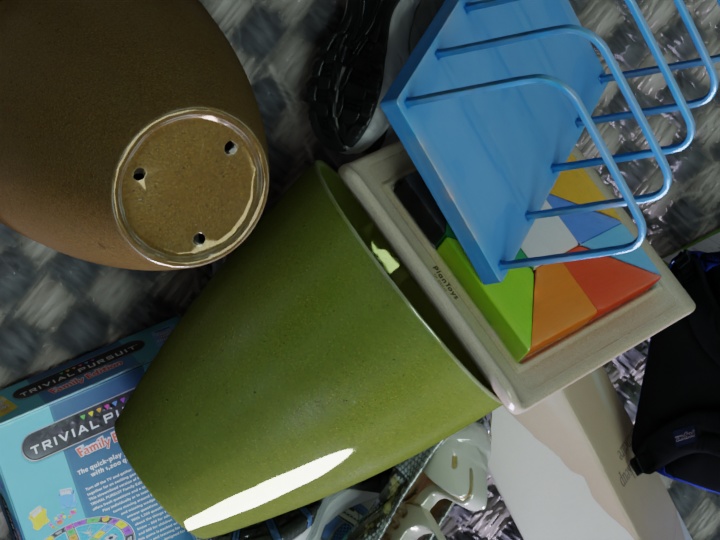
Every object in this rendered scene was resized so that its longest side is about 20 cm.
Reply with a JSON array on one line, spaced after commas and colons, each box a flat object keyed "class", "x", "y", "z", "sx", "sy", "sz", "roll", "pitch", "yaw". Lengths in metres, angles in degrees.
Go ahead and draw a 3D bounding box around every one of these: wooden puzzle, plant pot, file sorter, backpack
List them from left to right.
[{"class": "plant pot", "x": -0.129, "y": -0.076, "z": 1.355, "sx": 0.186, "sy": 0.200, "sz": 0.187, "roll": -9, "pitch": 112, "yaw": -23}, {"class": "plant pot", "x": -0.045, "y": 0.067, "z": 1.421, "sx": 0.200, "sy": 0.187, "sz": 0.187, "roll": -39, "pitch": 120, "yaw": 7}, {"class": "wooden puzzle", "x": 0.104, "y": -0.022, "z": 1.440, "sx": 0.200, "sy": 0.185, "sz": 0.037, "roll": -25, "pitch": 164, "yaw": -44}, {"class": "file sorter", "x": 0.128, "y": -0.114, "z": 1.380, "sx": 0.139, "sy": 0.122, "sz": 0.200, "roll": 59, "pitch": 42, "yaw": -29}, {"class": "backpack", "x": 0.303, "y": 0.074, "z": 1.507, "sx": 0.167, "sy": 0.200, "sz": 0.163, "roll": -4, "pitch": 106, "yaw": -40}]

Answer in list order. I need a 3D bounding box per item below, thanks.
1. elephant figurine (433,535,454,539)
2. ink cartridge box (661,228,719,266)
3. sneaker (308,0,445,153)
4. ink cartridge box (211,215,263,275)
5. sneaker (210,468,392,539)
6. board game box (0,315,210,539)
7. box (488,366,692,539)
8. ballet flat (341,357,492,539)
[{"class": "elephant figurine", "x": 0.027, "y": 0.284, "z": 1.609, "sx": 0.141, "sy": 0.155, "sz": 0.201, "roll": -25, "pitch": 134, "yaw": -52}, {"class": "ink cartridge box", "x": 0.323, "y": 0.026, "z": 1.665, "sx": 0.200, "sy": 0.076, "sz": 0.148, "roll": -26, "pitch": 117, "yaw": -13}, {"class": "sneaker", "x": 0.033, "y": -0.167, "z": 1.468, "sx": 0.079, "sy": 0.074, "sz": 0.201, "roll": 11, "pitch": 104, "yaw": -47}, {"class": "ink cartridge box", "x": 0.000, "y": 0.000, "z": 1.535, "sx": 0.199, "sy": 0.037, "sz": 0.095, "roll": -14, "pitch": 113, "yaw": -22}, {"class": "sneaker", "x": -0.031, "y": 0.163, "z": 1.532, "sx": 0.200, "sy": 0.076, "sz": 0.077, "roll": -26, "pitch": 130, "yaw": -45}, {"class": "board game box", "x": -0.152, "y": 0.150, "z": 1.510, "sx": 0.151, "sy": 0.047, "sz": 0.201, "roll": -23, "pitch": 116, "yaw": -18}, {"class": "box", "x": 0.144, "y": 0.136, "z": 1.565, "sx": 0.078, "sy": 0.095, "sz": 0.200, "roll": -25, "pitch": 98, "yaw": 25}, {"class": "ballet flat", "x": 0.043, "y": 0.151, "z": 1.483, "sx": 0.072, "sy": 0.072, "sz": 0.201, "roll": 35, "pitch": 85, "yaw": -30}]
